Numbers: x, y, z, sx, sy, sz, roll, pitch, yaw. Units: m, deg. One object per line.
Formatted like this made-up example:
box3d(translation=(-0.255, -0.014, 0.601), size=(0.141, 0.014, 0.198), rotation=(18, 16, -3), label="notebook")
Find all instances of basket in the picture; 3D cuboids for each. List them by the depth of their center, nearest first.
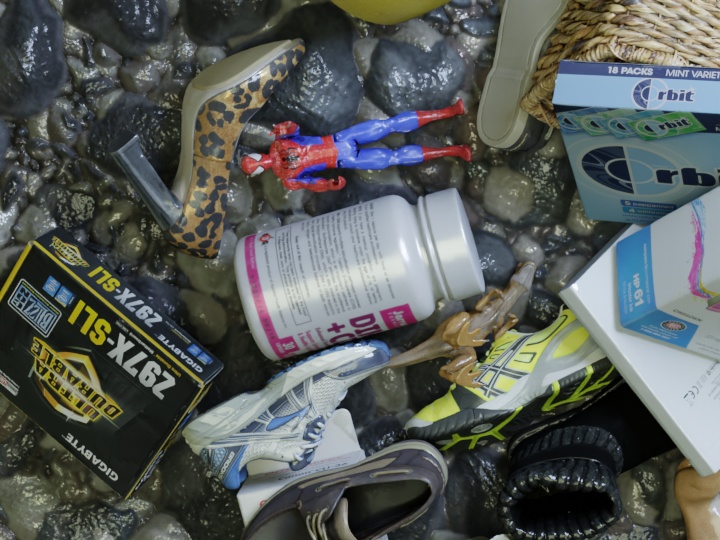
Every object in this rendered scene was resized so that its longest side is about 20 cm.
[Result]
box3d(translation=(0.258, -0.150, 1.380), size=(0.200, 0.143, 0.149), rotation=(23, 99, -20), label="basket")

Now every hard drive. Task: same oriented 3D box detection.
box3d(translation=(0.270, 0.060, 1.458), size=(0.200, 0.132, 0.027), rotation=(52, 143, -4), label="hard drive")

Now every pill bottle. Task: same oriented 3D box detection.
box3d(translation=(0.000, 0.000, 1.473), size=(0.200, 0.113, 0.114), rotation=(-16, 98, 8), label="pill bottle")

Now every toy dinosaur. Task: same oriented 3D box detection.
box3d(translation=(0.078, 0.064, 1.496), size=(0.200, 0.106, 0.060), rotation=(-28, 108, 4), label="toy dinosaur")

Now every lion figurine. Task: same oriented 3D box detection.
box3d(translation=(0.313, 0.230, 1.505), size=(0.122, 0.072, 0.200), rotation=(-4, 89, 34), label="lion figurine")

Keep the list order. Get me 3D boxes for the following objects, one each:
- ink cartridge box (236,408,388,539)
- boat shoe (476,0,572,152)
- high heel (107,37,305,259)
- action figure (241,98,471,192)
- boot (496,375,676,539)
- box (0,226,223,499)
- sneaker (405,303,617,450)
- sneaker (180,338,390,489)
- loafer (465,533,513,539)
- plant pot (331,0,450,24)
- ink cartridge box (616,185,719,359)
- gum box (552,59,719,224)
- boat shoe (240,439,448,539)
box3d(translation=(-0.040, 0.238, 1.540), size=(0.116, 0.068, 0.200), rotation=(-15, 97, 8), label="ink cartridge box")
box3d(translation=(0.161, -0.197, 1.463), size=(0.063, 0.073, 0.200), rotation=(14, 98, -41), label="boat shoe")
box3d(translation=(-0.108, -0.107, 1.506), size=(0.200, 0.071, 0.143), rotation=(-35, 118, -3), label="high heel")
box3d(translation=(-0.005, -0.105, 1.453), size=(0.200, 0.099, 0.065), rotation=(-9, 96, 1), label="action figure")
box3d(translation=(0.216, 0.157, 1.455), size=(0.211, 0.158, 0.080), rotation=(-29, 96, 10), label="boot")
box3d(translation=(-0.240, 0.083, 1.508), size=(0.200, 0.049, 0.160), rotation=(40, 120, 5), label="box")
box3d(translation=(0.129, 0.099, 1.509), size=(0.200, 0.075, 0.077), rotation=(-25, 65, 12), label="sneaker")
box3d(translation=(-0.054, 0.128, 1.501), size=(0.200, 0.077, 0.085), rotation=(-29, 89, 11), label="sneaker")
box3d(translation=(0.103, 0.268, 1.478), size=(0.076, 0.200, 0.068), rotation=(-40, 72, -14), label="loafer")
box3d(translation=(0.031, -0.288, 1.398), size=(0.200, 0.200, 0.142), rotation=(34, 127, -1), label="plant pot")
box3d(translation=(0.327, -0.005, 1.375), size=(0.144, 0.200, 0.085), rotation=(18, 59, -28), label="ink cartridge box")
box3d(translation=(0.255, -0.097, 1.369), size=(0.170, 0.200, 0.045), rotation=(6, 66, 18), label="gum box")
box3d(translation=(-0.019, 0.209, 1.462), size=(0.200, 0.073, 0.075), rotation=(-30, 96, 8), label="boat shoe")
